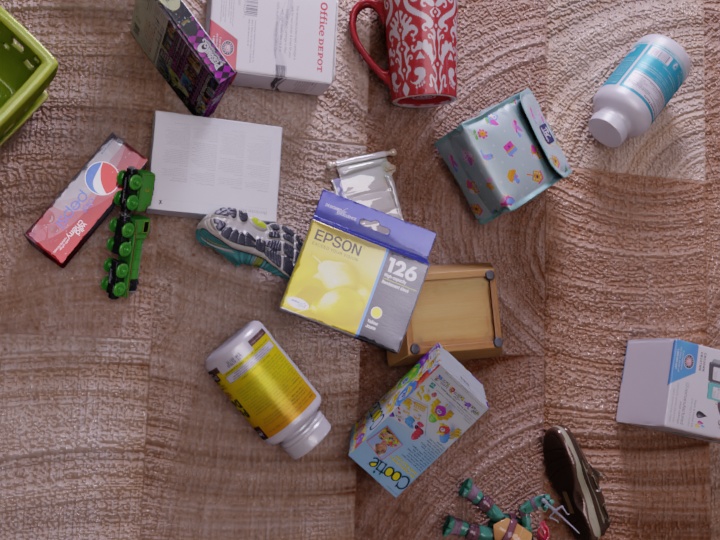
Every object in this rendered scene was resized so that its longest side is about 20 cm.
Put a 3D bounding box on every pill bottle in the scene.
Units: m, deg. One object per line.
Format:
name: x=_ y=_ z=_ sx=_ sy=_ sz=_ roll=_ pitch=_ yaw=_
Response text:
pill bottle: x=-0.134 y=0.182 z=1.386 sx=0.109 sy=0.109 sz=0.200 roll=-40 pitch=96 yaw=-17
pill bottle: x=0.485 y=-0.312 z=1.627 sx=0.111 sy=0.111 sz=0.200 roll=43 pitch=75 yaw=-8

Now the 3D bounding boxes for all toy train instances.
toy train: x=-0.339 y=-0.054 z=1.354 sx=0.056 sy=0.042 sz=0.202 roll=-8 pitch=114 yaw=-54

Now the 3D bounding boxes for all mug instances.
mug: x=0.084 y=-0.375 z=1.525 sx=0.133 sy=0.176 sz=0.202 roll=-2 pitch=88 yaw=-53

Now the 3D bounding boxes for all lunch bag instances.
lunch bag: x=0.254 y=-0.197 z=1.541 sx=0.199 sy=0.122 sz=0.171 roll=-29 pitch=91 yaw=-26

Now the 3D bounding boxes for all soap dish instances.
soap dish: x=0.136 y=0.069 z=1.495 sx=0.198 sy=0.081 sz=0.159 roll=-3 pitch=85 yaw=-18

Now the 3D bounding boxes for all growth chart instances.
growth chart: x=0.007 y=-0.095 z=1.507 sx=0.144 sy=0.018 sz=0.202 roll=-8 pitch=86 yaw=-17

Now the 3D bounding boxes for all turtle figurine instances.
turtle figurine: x=0.239 y=0.423 z=1.480 sx=0.199 sy=0.101 sz=0.150 roll=26 pitch=62 yaw=3

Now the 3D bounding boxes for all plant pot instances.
plant pot: x=-0.552 y=-0.259 z=1.270 sx=0.200 sy=0.181 sz=0.199 roll=42 pitch=74 yaw=-8

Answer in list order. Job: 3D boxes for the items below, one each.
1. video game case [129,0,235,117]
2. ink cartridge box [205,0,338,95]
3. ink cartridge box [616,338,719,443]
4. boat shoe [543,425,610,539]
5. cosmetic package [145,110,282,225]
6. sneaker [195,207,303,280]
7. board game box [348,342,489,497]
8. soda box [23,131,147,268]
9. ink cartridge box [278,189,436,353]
video game case: x=-0.266 y=-0.324 z=1.354 sx=0.036 sy=0.200 sz=0.182 roll=-38 pitch=95 yaw=-18
ink cartridge box: x=-0.143 y=-0.365 z=1.456 sx=0.198 sy=0.083 sz=0.148 roll=5 pitch=83 yaw=-16
ink cartridge box: x=0.570 y=0.209 z=1.577 sx=0.198 sy=0.146 sz=0.148 roll=13 pitch=81 yaw=-15
boat shoe: x=0.367 y=0.349 z=1.547 sx=0.074 sy=0.075 sz=0.204 roll=-19 pitch=96 yaw=-32
cosmetic package: x=-0.225 y=-0.155 z=1.426 sx=0.198 sy=0.052 sz=0.152 roll=6 pitch=81 yaw=-16
sneaker: x=-0.161 y=-0.036 z=1.422 sx=0.199 sy=0.079 sz=0.078 roll=28 pitch=54 yaw=-30
board game box: x=0.087 y=0.227 z=1.411 sx=0.105 sy=0.103 sz=0.200 roll=43 pitch=101 yaw=-9
soda box: x=-0.401 y=-0.103 z=1.360 sx=0.070 sy=0.063 sz=0.201 roll=39 pitch=75 yaw=-9
ink cartridge box: x=0.000 y=0.000 z=1.409 sx=0.196 sy=0.047 sz=0.201 roll=20 pitch=84 yaw=-5
